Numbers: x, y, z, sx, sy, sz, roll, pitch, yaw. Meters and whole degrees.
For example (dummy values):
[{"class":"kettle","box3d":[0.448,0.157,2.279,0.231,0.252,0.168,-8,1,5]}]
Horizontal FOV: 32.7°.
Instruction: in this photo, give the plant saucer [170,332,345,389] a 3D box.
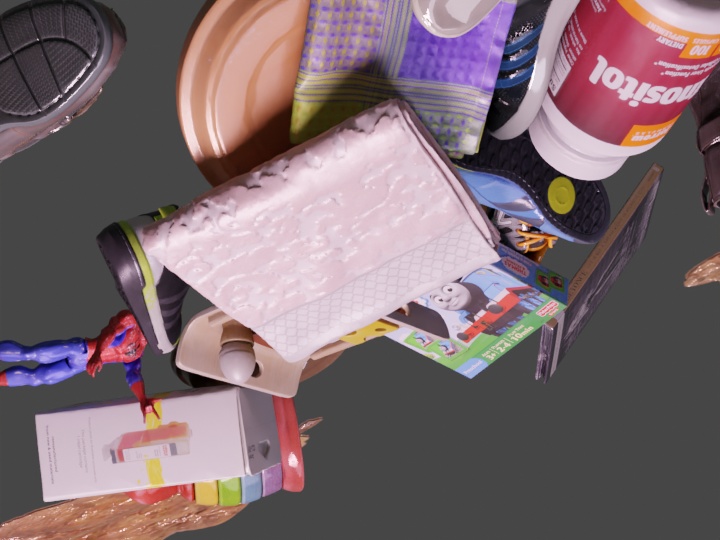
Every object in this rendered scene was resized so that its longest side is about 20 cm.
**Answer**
[{"class":"plant saucer","box3d":[-0.093,0.078,1.243,0.197,0.030,0.201,-17,154,-8]}]

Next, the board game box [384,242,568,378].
[{"class":"board game box","box3d":[0.065,0.014,1.119,0.198,0.037,0.151,27,138,-19]}]

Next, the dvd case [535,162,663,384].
[{"class":"dvd case","box3d":[0.234,0.006,1.213,0.201,0.016,0.149,-53,161,-17]}]

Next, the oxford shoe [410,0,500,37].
[{"class":"oxford shoe","box3d":[0.098,-0.220,0.707,0.075,0.058,0.201,27,109,-34]}]

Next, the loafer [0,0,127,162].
[{"class":"loafer","box3d":[-0.216,-0.112,0.774,0.198,0.073,0.063,-26,173,28]}]

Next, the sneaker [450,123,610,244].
[{"class":"sneaker","box3d":[0.118,-0.080,1.005,0.198,0.067,0.078,25,166,-26]}]

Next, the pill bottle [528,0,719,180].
[{"class":"pill bottle","box3d":[0.197,-0.158,0.895,0.111,0.114,0.201,-9,152,-20]}]

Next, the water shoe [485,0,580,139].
[{"class":"water shoe","box3d":[0.101,-0.176,0.868,0.078,0.072,0.201,5,142,-7]}]

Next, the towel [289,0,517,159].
[{"class":"towel","box3d":[0.036,-0.165,0.767,0.141,0.023,0.202,4,119,-23]}]

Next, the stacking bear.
[{"class":"stacking bear","box3d":[-0.168,0.204,1.349,0.197,0.115,0.122,-8,152,-11]}]

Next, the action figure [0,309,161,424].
[{"class":"action figure","box3d":[-0.252,0.094,1.083,0.197,0.099,0.066,-16,133,-14]}]

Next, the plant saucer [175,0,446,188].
[{"class":"plant saucer","box3d":[-0.022,-0.116,0.814,0.197,0.032,0.203,-8,122,-13]}]

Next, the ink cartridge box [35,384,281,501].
[{"class":"ink cartridge box","box3d":[-0.188,0.159,1.173,0.197,0.085,0.145,-7,177,8]}]

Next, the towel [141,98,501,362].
[{"class":"towel","box3d":[-0.019,-0.019,0.846,0.198,0.033,0.191,-26,142,15]}]

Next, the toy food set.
[{"class":"toy food set","box3d":[-0.041,0.062,1.039,0.198,0.061,0.142,-22,149,39]}]

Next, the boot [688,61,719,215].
[{"class":"boot","box3d":[0.320,-0.152,0.920,0.199,0.176,0.069,-33,151,26]}]

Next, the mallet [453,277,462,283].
[{"class":"mallet","box3d":[0.000,0.000,1.047,0.197,0.042,0.066,-1,-169,25]}]

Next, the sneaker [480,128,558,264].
[{"class":"sneaker","box3d":[0.152,-0.058,1.097,0.077,0.078,0.201,-13,151,-9]}]

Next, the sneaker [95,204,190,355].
[{"class":"sneaker","box3d":[-0.157,0.007,1.015,0.082,0.072,0.200,-30,163,-13]}]
